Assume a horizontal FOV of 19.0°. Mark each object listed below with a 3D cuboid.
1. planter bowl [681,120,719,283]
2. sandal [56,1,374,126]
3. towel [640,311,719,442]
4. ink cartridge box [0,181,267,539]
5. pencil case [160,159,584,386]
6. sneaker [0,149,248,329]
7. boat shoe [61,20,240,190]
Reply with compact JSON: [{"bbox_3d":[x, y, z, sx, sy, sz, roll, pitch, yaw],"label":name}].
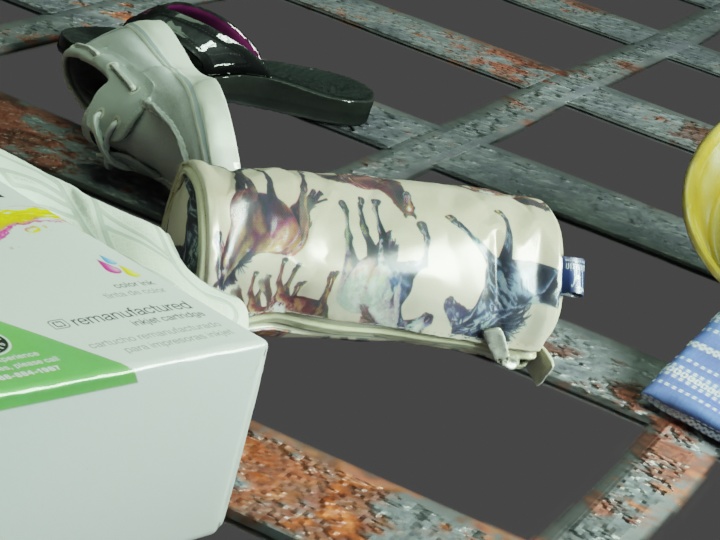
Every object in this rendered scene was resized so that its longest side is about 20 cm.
[{"bbox_3d":[0.269,-0.007,1.140,0.200,0.084,0.201,-3,46,3],"label":"planter bowl"},{"bbox_3d":[-0.086,-0.134,1.313,0.200,0.048,0.075,9,21,-19],"label":"sandal"},{"bbox_3d":[0.250,0.026,1.031,0.145,0.024,0.200,26,54,33],"label":"towel"},{"bbox_3d":[-0.158,0.028,0.776,0.200,0.084,0.145,29,24,34],"label":"ink cartridge box"},{"bbox_3d":[0.000,0.000,0.978,0.199,0.078,0.090,5,50,-26],"label":"pencil case"},{"bbox_3d":[-0.130,-0.005,0.899,0.200,0.075,0.081,36,34,29],"label":"sneaker"},{"bbox_3d":[-0.113,-0.080,1.134,0.068,0.072,0.200,-14,36,-15],"label":"boat shoe"}]
